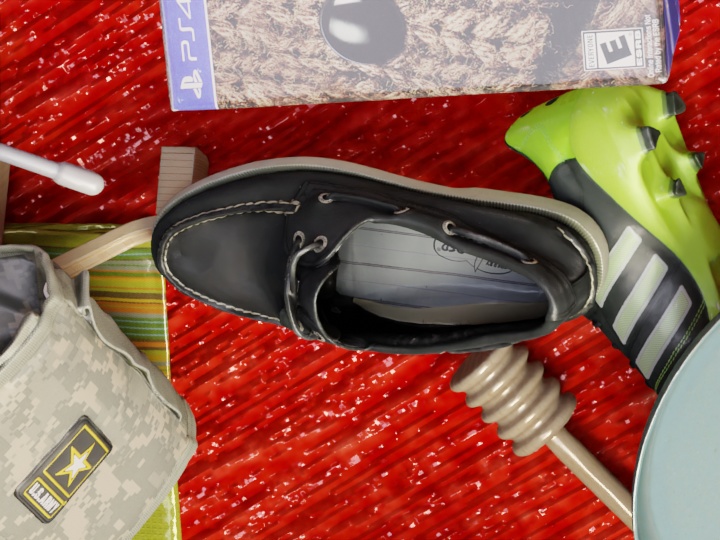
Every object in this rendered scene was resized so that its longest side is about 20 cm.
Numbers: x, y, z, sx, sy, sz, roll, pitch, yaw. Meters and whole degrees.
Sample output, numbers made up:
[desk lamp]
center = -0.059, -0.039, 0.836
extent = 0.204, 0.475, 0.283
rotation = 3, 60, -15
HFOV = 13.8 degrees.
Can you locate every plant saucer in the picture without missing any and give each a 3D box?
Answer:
[plant saucer]
center = 0.199, 0.076, 1.257
extent = 0.200, 0.027, 0.200
rotation = -9, 116, -20

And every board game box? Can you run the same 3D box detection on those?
[board game box]
center = 0.022, -0.155, 1.183
extent = 0.200, 0.097, 0.160
rotation = -3, 106, 10

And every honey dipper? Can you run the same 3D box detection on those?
[honey dipper]
center = 0.122, 0.107, 1.317
extent = 0.200, 0.038, 0.038
rotation = 44, 108, -7

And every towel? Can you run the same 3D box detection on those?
[towel]
center = -0.127, 0.075, 1.358
extent = 0.086, 0.018, 0.200
rotation = 0, 107, 10

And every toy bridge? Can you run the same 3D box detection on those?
[toy bridge]
center = -0.169, -0.024, 1.315
extent = 0.200, 0.027, 0.067
rotation = 2, 79, 9

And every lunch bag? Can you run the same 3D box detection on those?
[lunch bag]
center = -0.181, 0.073, 1.262
extent = 0.200, 0.164, 0.118
rotation = -20, 59, 10

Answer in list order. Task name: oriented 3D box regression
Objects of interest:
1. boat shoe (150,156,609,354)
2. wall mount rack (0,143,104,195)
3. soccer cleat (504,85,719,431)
[boat shoe]
center = 0.000, 0.002, 1.243
extent = 0.199, 0.066, 0.075
rotation = 8, 120, 12
[wall mount rack]
center = -0.168, -0.102, 1.207
extent = 0.075, 0.174, 0.200
rotation = 35, 112, 34
[soccer cleat]
center = 0.128, 0.010, 1.278
extent = 0.081, 0.068, 0.200
rotation = -11, 111, 37
